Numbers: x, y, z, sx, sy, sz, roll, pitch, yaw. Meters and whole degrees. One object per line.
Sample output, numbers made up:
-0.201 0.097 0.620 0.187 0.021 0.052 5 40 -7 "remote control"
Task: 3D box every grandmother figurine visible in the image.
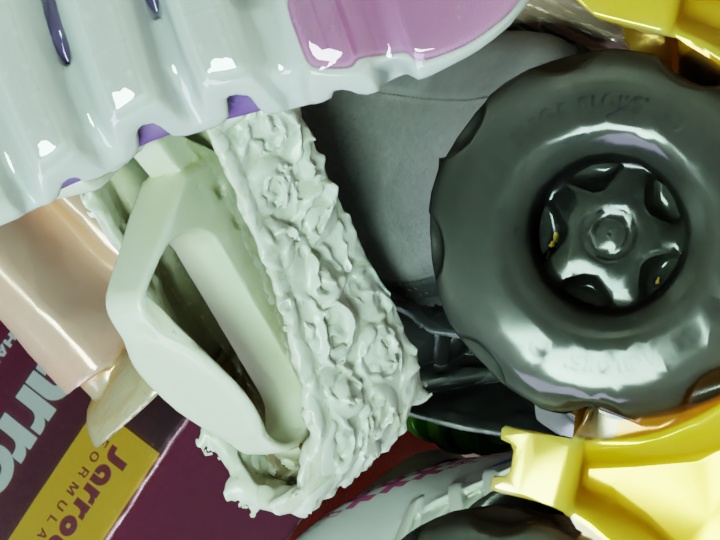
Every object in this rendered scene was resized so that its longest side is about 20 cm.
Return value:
-0.123 -0.043 0.848 0.200 0.061 0.121 46 -174 -5 "grandmother figurine"

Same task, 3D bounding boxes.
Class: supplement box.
-0.119 0.046 0.963 0.200 0.111 0.086 34 180 35 "supplement box"

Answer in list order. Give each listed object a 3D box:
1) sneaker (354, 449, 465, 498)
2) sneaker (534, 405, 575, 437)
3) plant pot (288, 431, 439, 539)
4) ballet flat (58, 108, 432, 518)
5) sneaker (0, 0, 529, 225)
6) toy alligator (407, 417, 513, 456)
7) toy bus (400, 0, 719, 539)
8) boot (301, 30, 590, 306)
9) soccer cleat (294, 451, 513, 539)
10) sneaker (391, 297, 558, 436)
0.020 0.122 0.987 0.099 0.200 0.071 1 118 37 "sneaker"
0.129 0.047 0.767 0.200 0.074 0.088 25 169 -13 "sneaker"
-0.070 0.065 1.146 0.200 0.201 0.195 16 177 29 "plant pot"
-0.044 -0.022 0.710 0.072 0.072 0.200 8 136 51 "ballet flat"
-0.058 -0.054 0.608 0.199 0.081 0.088 -13 -175 4 "sneaker"
0.050 0.043 1.038 0.059 0.054 0.200 5 -167 -41 "toy alligator"
0.105 0.046 0.612 0.191 0.201 0.136 14 -178 8 "toy bus"
-0.034 -0.050 0.772 0.131 0.070 0.200 32 162 -24 "boot"
0.058 0.074 0.920 0.199 0.070 0.086 -15 153 4 "soccer cleat"
0.000 -0.003 0.920 0.104 0.060 0.200 -8 -153 -17 "sneaker"
